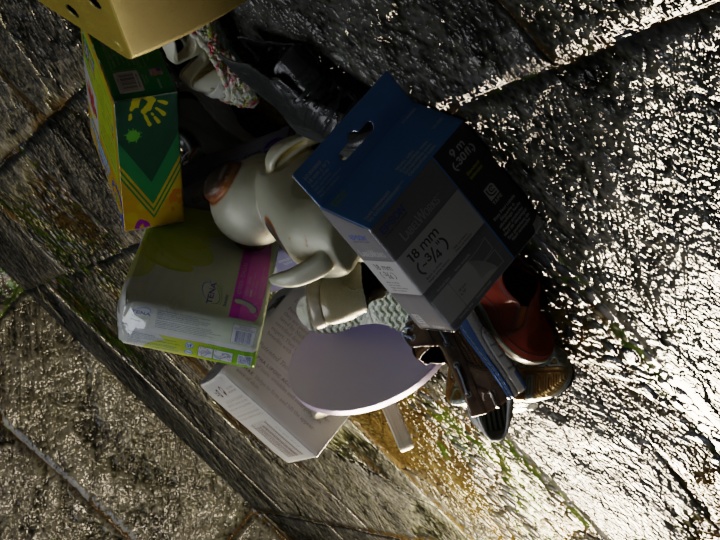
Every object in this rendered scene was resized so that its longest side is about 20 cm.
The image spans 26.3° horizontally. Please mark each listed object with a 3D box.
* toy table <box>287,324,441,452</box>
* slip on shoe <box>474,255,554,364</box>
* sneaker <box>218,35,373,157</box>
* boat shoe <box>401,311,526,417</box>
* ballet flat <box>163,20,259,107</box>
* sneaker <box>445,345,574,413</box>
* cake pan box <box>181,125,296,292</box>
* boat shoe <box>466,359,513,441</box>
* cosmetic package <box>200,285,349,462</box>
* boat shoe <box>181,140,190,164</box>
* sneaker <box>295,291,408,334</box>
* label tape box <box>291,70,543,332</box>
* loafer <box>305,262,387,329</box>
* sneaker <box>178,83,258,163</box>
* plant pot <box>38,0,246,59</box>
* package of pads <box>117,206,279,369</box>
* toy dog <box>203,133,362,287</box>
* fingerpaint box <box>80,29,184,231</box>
[{"bbox_3d":[0.019,0.118,1.845,0.117,0.199,0.185,65,-167,-66],"label":"toy table"},{"bbox_3d":[0.157,0.032,1.560,0.061,0.074,0.200,-11,139,27],"label":"slip on shoe"},{"bbox_3d":[-0.048,-0.174,1.504,0.199,0.060,0.104,20,154,49],"label":"sneaker"},{"bbox_3d":[0.080,0.059,1.542,0.200,0.072,0.072,52,176,29],"label":"boat shoe"},{"bbox_3d":[-0.169,-0.229,1.595,0.075,0.064,0.200,32,160,40],"label":"ballet flat"},{"bbox_3d":[0.183,0.119,1.721,0.087,0.076,0.200,18,165,-30],"label":"sneaker"},{"bbox_3d":[-0.114,-0.059,1.759,0.199,0.053,0.185,-17,131,21],"label":"cake pan box"},{"bbox_3d":[0.132,0.082,1.614,0.067,0.073,0.201,-107,1,-73],"label":"boat shoe"},{"bbox_3d":[-0.074,0.118,1.994,0.165,0.200,0.165,41,161,-6],"label":"cosmetic package"},{"bbox_3d":[-0.180,-0.131,1.853,0.200,0.066,0.070,43,161,-4],"label":"boat shoe"},{"bbox_3d":[0.032,0.020,1.770,0.199,0.100,0.070,1,120,19],"label":"sneaker"},{"bbox_3d":[0.055,-0.063,1.415,0.200,0.144,0.063,49,160,-22],"label":"label tape box"},{"bbox_3d":[0.000,0.000,1.651,0.068,0.200,0.076,1,122,18],"label":"loafer"},{"bbox_3d":[-0.149,-0.129,1.782,0.200,0.079,0.074,44,160,-12],"label":"sneaker"},{"bbox_3d":[-0.202,-0.308,1.327,0.199,0.177,0.200,34,160,21],"label":"plant pot"},{"bbox_3d":[-0.172,0.010,1.660,0.153,0.201,0.069,11,125,-3],"label":"package of pads"},{"bbox_3d":[-0.066,-0.062,1.602,0.199,0.195,0.140,13,157,39],"label":"toy dog"},{"bbox_3d":[-0.249,-0.171,1.684,0.200,0.073,0.168,-118,23,-48],"label":"fingerpaint box"}]
